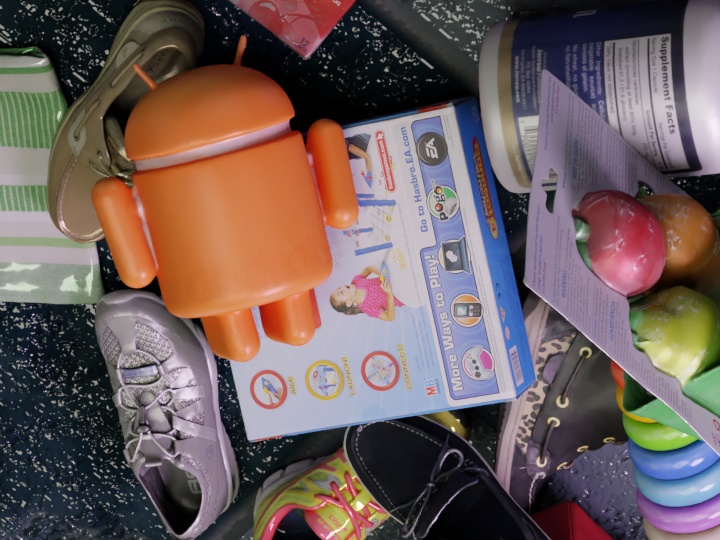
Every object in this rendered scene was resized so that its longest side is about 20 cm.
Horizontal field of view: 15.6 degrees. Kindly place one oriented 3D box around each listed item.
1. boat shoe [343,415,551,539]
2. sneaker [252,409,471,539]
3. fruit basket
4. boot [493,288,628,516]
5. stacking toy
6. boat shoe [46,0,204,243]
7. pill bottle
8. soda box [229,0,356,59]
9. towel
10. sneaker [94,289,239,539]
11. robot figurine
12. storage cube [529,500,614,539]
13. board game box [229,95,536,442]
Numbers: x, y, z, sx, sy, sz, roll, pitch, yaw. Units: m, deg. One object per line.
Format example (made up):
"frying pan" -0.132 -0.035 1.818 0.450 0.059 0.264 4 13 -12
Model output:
"boat shoe" 0.061 0.158 1.779 0.075 0.062 0.200 -49 61 2
"sneaker" -0.001 0.160 1.874 0.200 0.090 0.078 -37 104 28
"fruit basket" 0.162 0.002 1.553 0.200 0.186 0.094 34 130 -25
"boot" 0.172 0.109 1.811 0.150 0.073 0.201 10 117 9
"stacking toy" 0.197 0.089 1.696 0.085 0.086 0.201 -12 124 21
"boat shoe" -0.160 -0.090 1.770 0.072 0.065 0.200 20 123 -19
"pill bottle" 0.183 -0.112 1.648 0.199 0.111 0.112 -5 119 17
"soda box" -0.087 -0.229 1.675 0.200 0.064 0.070 37 123 -9
"towel" -0.267 -0.065 1.847 0.152 0.023 0.201 1 120 13
"sneaker" -0.138 0.105 1.881 0.074 0.082 0.201 -12 117 21
"robot figurine" -0.084 -0.045 1.688 0.143 0.117 0.201 -12 97 23
"storage cube" 0.128 0.298 1.840 0.199 0.180 0.171 -26 135 26
"board game box" 0.000 0.000 1.758 0.195 0.056 0.201 -10 97 20
